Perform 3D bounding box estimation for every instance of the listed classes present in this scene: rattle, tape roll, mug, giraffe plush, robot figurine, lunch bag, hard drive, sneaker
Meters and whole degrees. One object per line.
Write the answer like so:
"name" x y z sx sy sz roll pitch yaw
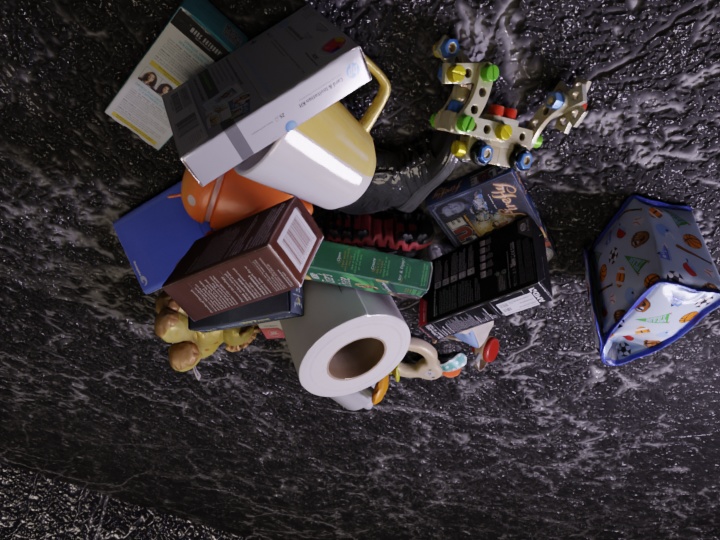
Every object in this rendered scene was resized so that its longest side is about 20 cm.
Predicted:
"rattle" 0.129 0.225 1.098 0.197 0.144 0.131 26 119 -14
"tape roll" -0.030 0.098 0.903 0.198 0.140 0.205 -16 138 -15
"mug" -0.048 -0.160 0.658 0.152 0.152 0.185 27 144 -35
"giraffe plush" -0.278 0.107 1.014 0.159 0.174 0.203 -19 128 -1
"robot figurine" -0.168 -0.104 0.755 0.196 0.119 0.144 20 145 -16
"lunch bag" 0.404 0.022 0.784 0.121 0.173 0.202 12 141 -2
"hard drive" -0.308 -0.053 0.855 0.197 0.025 0.134 -20 97 29
"robot figurine" -0.035 0.222 1.131 0.168 0.114 0.200 16 158 50
"sneaker" 0.052 -0.139 0.728 0.102 0.061 0.200 17 143 -19
"sneaker" 0.015 -0.044 0.838 0.195 0.072 0.099 5 139 0

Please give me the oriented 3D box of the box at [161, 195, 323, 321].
"box" -0.153 -0.011 0.686 0.197 0.101 0.075 -16 125 31

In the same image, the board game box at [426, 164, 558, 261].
"board game box" 0.205 -0.068 0.811 0.133 0.035 0.200 -20 134 29

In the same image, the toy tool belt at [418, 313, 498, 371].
"toy tool belt" 0.171 0.080 0.951 0.121 0.126 0.201 17 149 41

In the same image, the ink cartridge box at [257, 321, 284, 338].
"ink cartridge box" -0.150 0.042 0.967 0.114 0.069 0.202 -5 139 13

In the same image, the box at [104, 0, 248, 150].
"box" -0.231 -0.241 0.654 0.198 0.050 0.082 -29 130 35

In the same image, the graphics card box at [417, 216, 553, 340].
"graphics card box" 0.179 0.015 0.786 0.198 0.127 0.051 -27 129 34

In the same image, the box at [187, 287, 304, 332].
"box" -0.189 0.008 0.859 0.196 0.162 0.051 -10 165 21

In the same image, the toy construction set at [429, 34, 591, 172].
"toy construction set" 0.169 -0.190 0.629 0.195 0.092 0.134 7 103 -12

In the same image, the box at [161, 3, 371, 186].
"box" -0.106 -0.191 0.552 0.198 0.157 0.041 -34 136 -1

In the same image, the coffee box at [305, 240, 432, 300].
"coffee box" 0.000 0.000 0.770 0.195 0.045 0.123 11 170 2
